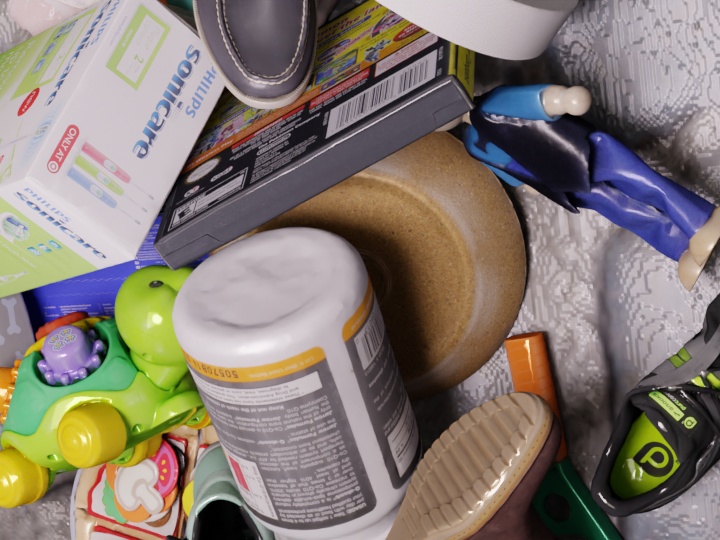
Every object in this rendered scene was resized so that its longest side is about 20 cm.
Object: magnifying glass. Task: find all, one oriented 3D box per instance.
[{"bbox_3d":[0.121,0.137,1.194,0.079,0.022,0.201,-9,97,29],"label":"magnifying glass"}]

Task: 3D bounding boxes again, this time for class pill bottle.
[{"bbox_3d":[-0.028,0.084,1.134,0.116,0.116,0.200,3,129,27],"label":"pill bottle"}]

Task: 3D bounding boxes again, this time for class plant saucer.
[{"bbox_3d":[0.000,0.000,1.181,0.200,0.035,0.201,4,114,10],"label":"plant saucer"}]

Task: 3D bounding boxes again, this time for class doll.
[{"bbox_3d":[0.116,-0.065,1.104,0.200,0.137,0.049,30,71,10],"label":"doll"}]

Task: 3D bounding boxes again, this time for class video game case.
[{"bbox_3d":[-0.021,-0.096,1.119,0.200,0.181,0.026,-28,116,20],"label":"video game case"}]

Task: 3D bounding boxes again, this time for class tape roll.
[{"bbox_3d":[0.030,-0.192,1.071,0.203,0.203,0.037,42,116,15],"label":"tape roll"}]

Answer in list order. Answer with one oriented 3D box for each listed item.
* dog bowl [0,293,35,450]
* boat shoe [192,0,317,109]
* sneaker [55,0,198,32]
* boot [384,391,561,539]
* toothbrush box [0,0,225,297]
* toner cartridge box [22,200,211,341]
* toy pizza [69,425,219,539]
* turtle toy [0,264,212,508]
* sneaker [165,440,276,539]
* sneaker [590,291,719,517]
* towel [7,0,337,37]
[{"bbox_3d":[-0.286,0.050,1.329,0.200,0.059,0.201,27,125,47],"label":"dog bowl"},{"bbox_3d":[-0.063,-0.193,1.119,0.072,0.063,0.201,-3,71,-5],"label":"boat shoe"},{"bbox_3d":[-0.135,-0.192,1.200,0.200,0.071,0.080,19,99,15],"label":"sneaker"},{"bbox_3d":[0.101,0.166,1.130,0.200,0.166,0.072,-56,30,24],"label":"boot"},{"bbox_3d":[-0.185,-0.074,1.186,0.086,0.146,0.200,38,153,-26],"label":"toothbrush box"},{"bbox_3d":[-0.139,0.000,1.278,0.199,0.043,0.095,-3,112,28],"label":"toner cartridge box"},{"bbox_3d":[-0.122,0.190,1.325,0.200,0.032,0.201,6,103,27],"label":"toy pizza"},{"bbox_3d":[-0.156,0.068,1.223,0.200,0.146,0.101,-30,82,35],"label":"turtle toy"},{"bbox_3d":[-0.070,0.218,1.231,0.074,0.118,0.201,-16,101,6],"label":"sneaker"},{"bbox_3d":[0.200,0.070,1.100,0.071,0.083,0.200,41,116,13],"label":"sneaker"},{"bbox_3d":[-0.120,-0.183,1.250,0.200,0.032,0.191,41,116,16],"label":"towel"}]
